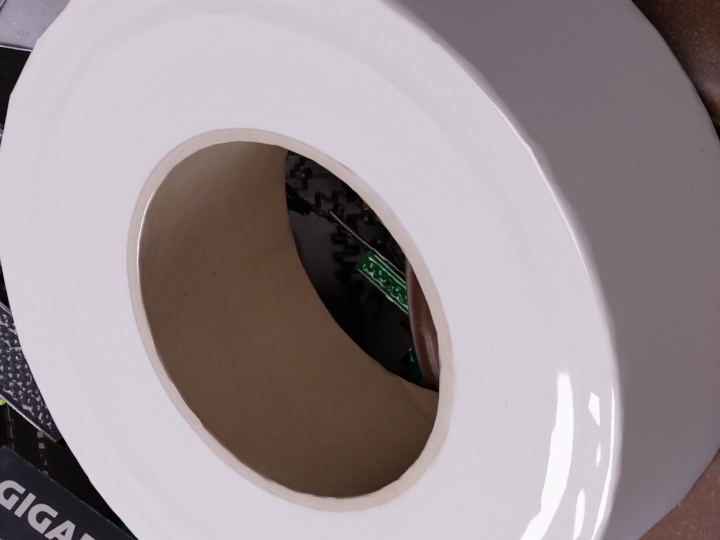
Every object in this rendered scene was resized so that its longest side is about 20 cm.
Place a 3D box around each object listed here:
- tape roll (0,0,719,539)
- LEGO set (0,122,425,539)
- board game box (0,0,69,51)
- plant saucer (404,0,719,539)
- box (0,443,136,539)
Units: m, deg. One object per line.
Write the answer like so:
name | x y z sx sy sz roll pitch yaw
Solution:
tape roll | 0.000 0.000 0.747 0.202 0.071 0.204 19 122 32
LEGO set | -0.049 0.027 0.899 0.199 0.116 0.154 33 82 0
board game box | -0.005 -0.109 0.799 0.200 0.062 0.200 34 131 -21
plant saucer | 0.083 0.017 0.761 0.199 0.034 0.202 18 119 35
box | -0.057 0.145 0.876 0.159 0.200 0.046 35 69 10
